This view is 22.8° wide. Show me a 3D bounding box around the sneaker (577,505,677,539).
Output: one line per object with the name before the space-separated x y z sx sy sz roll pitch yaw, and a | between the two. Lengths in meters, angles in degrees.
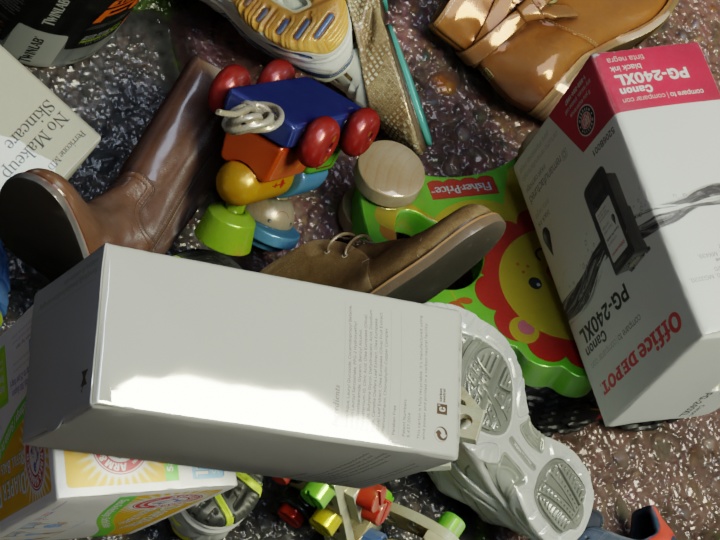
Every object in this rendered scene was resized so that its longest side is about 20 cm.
sneaker | 0.135 0.210 1.203 0.200 0.075 0.085 -11 75 -34

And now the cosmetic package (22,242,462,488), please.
cosmetic package | -0.059 0.054 0.908 0.200 0.108 0.085 13 70 -28

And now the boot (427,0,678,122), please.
boot | 0.150 -0.209 1.336 0.155 0.074 0.200 33 61 -8

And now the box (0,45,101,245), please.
box | -0.265 -0.114 1.112 0.200 0.068 0.082 41 62 -8

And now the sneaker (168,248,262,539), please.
sneaker | -0.107 0.078 1.128 0.075 0.076 0.200 11 56 -19

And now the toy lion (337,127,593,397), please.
toy lion | 0.103 0.000 1.213 0.199 0.069 0.192 -6 58 -21

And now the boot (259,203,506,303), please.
boot | 0.000 0.000 1.141 0.074 0.200 0.076 8 55 -59

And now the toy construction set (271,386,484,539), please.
toy construction set | 0.013 0.142 1.107 0.131 0.200 0.092 28 49 22

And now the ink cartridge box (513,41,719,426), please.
ink cartridge box | 0.186 -0.020 1.135 0.083 0.145 0.200 -7 65 -22

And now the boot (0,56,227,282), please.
boot | -0.136 -0.072 1.108 0.064 0.187 0.200 26 65 15

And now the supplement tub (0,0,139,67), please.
supplement tub | -0.178 -0.215 1.109 0.122 0.200 0.123 7 72 -23

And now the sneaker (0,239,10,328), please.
sneaker | -0.294 -0.028 1.074 0.199 0.083 0.071 38 38 -24

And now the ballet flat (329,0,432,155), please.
ballet flat | -0.004 -0.169 1.264 0.065 0.071 0.201 -15 77 0

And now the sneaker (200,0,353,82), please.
sneaker | -0.085 -0.195 1.222 0.075 0.088 0.200 -44 70 -6

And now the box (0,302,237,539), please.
box | -0.155 0.089 1.025 0.101 0.200 0.113 -1 75 -25

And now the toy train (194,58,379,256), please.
toy train | -0.071 -0.060 1.115 0.085 0.116 0.200 30 19 14

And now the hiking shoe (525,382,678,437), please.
hiking shoe | 0.146 0.060 1.260 0.199 0.076 0.101 4 55 -26

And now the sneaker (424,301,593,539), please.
sneaker | 0.066 0.106 1.171 0.078 0.099 0.200 -48 119 -34
